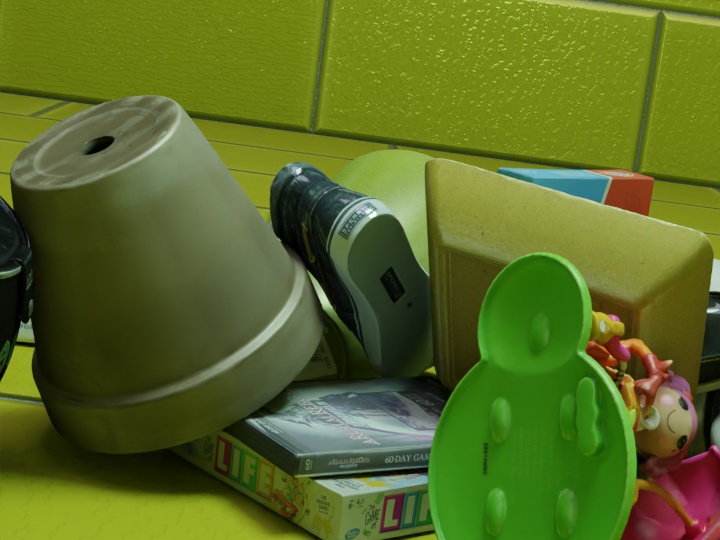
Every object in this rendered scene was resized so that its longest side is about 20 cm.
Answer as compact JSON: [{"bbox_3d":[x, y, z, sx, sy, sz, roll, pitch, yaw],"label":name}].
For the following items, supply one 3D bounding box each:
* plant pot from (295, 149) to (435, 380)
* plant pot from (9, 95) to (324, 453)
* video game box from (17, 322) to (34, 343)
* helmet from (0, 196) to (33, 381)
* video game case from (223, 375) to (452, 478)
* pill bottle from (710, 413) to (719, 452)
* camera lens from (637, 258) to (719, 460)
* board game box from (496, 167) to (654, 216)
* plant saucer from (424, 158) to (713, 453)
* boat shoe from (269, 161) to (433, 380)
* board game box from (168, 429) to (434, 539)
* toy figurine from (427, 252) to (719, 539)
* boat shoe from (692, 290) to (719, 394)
[{"bbox_3d":[-0.003,0.022,1.226,0.186,0.189,0.200,13,27,24],"label":"plant pot"},{"bbox_3d":[-0.143,-0.010,0.991,0.198,0.175,0.201,-15,30,9],"label":"plant pot"},{"bbox_3d":[-0.263,0.022,1.337,0.180,0.047,0.200,4,11,-5],"label":"video game box"},{"bbox_3d":[-0.310,0.026,0.912,0.199,0.191,0.200,31,20,-12],"label":"helmet"},{"bbox_3d":[0.006,0.101,1.012,0.199,0.019,0.143,2,13,-34],"label":"video game case"},{"bbox_3d":[0.332,0.088,0.974,0.112,0.200,0.113,42,21,-21],"label":"pill bottle"},{"bbox_3d":[0.241,0.067,1.150,0.159,0.162,0.199,-1,14,-38],"label":"camera lens"},{"bbox_3d":[0.162,0.019,1.234,0.152,0.202,0.040,-3,15,-41],"label":"board game box"},{"bbox_3d":[0.125,0.038,1.009,0.199,0.201,0.049,18,48,23],"label":"plant saucer"},{"bbox_3d":[0.000,0.000,1.088,0.071,0.201,0.091,-43,55,-16],"label":"boat shoe"},{"bbox_3d":[-0.025,0.124,1.009,0.134,0.035,0.199,-2,15,-41],"label":"board game box"},{"bbox_3d":[0.156,0.105,0.916,0.183,0.202,0.149,15,-17,-42],"label":"toy figurine"},{"bbox_3d":[0.191,0.041,1.042,0.199,0.072,0.068,0,-28,41],"label":"boat shoe"}]
